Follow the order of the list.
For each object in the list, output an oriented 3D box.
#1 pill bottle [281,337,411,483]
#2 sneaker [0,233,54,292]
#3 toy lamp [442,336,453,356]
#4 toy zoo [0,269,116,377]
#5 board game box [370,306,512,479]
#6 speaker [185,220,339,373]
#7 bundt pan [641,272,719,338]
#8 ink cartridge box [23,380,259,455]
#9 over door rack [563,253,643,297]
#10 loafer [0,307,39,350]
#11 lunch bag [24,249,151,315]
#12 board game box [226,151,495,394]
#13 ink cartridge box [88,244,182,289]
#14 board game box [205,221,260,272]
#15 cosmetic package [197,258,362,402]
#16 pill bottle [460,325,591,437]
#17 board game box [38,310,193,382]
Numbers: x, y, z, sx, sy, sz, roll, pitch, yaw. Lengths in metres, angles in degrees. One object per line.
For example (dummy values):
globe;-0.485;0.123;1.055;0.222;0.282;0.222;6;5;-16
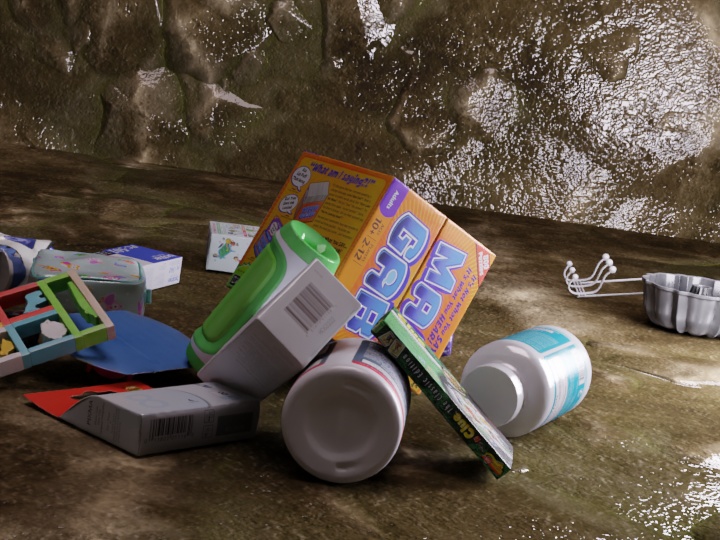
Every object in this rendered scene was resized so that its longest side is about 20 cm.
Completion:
pill bottle;-0.009;0.133;1.543;0.119;0.120;0.200;9;10;5
sneaker;-0.502;-0.016;2.149;0.115;0.081;0.199;3;17;-44
toy lamp;0.025;0.083;2.029;0.199;0.059;0.058;10;10;7
toy zoo;-0.389;0.067;1.681;0.199;0.021;0.131;-19;37;-23
board game box;0.087;0.125;1.574;0.200;0.023;0.105;50;12;1
speaker;-0.113;0.041;1.728;0.088;0.200;0.089;37;15;-12
bundt pan;0.559;0.062;2.495;0.201;0.076;0.202;7;10;-1
ink cartridge box;-0.229;0.133;1.575;0.200;0.048;0.160;19;15;41
over door rack;0.469;0.016;2.711;0.199;0.067;0.148;8;11;3
loafer;-0.469;0.059;1.757;0.199;0.063;0.072;8;11;0
lunch bag;-0.356;0.027;1.990;0.160;0.077;0.200;7;10;-10
board game box;0.000;0.000;1.870;0.200;0.200;0.200;35;-8;-36
ink cartridge box;-0.352;0.001;2.228;0.094;0.044;0.200;13;11;20
board game box;-0.155;-0.031;2.504;0.199;0.065;0.148;8;9;-8
cosmetic package;-0.088;0.074;1.579;0.101;0.071;0.200;-46;3;-30
pill bottle;0.185;0.128;1.741;0.110;0.111;0.200;13;11;26
board game box;-0.280;0.098;1.756;0.158;0.039;0.200;29;20;35
